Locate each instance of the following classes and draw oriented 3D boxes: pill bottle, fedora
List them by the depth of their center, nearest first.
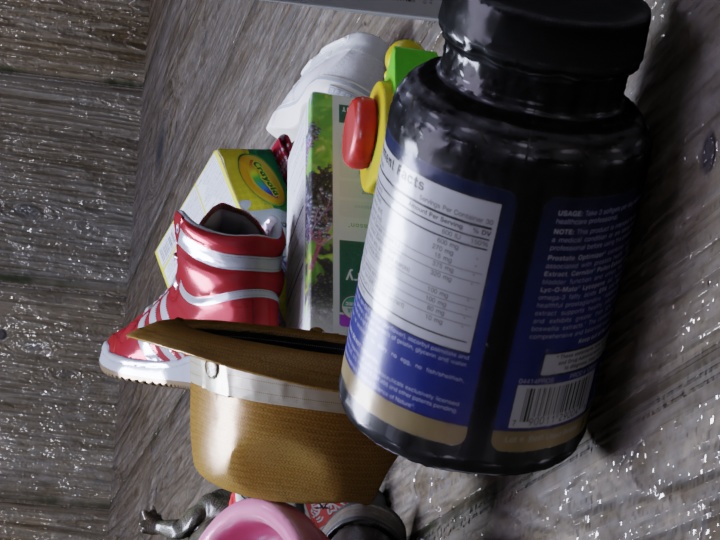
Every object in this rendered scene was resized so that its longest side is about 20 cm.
[{"bbox_3d":[0.060,-0.023,0.934,0.112,0.112,0.200,-107,26,-64],"label":"pill bottle"},{"bbox_3d":[-0.031,0.075,1.143,0.201,0.200,0.082,-160,77,-79],"label":"fedora"}]

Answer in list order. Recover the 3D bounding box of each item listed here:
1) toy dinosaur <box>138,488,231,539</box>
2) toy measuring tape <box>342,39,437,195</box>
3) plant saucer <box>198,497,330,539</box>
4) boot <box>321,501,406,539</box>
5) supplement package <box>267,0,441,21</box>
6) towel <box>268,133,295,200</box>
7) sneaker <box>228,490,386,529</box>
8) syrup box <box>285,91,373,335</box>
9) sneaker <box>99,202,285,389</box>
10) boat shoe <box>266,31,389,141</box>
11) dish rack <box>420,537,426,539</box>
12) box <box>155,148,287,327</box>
[{"bbox_3d":[-0.098,0.206,1.530,0.102,0.077,0.200,-9,59,41],"label":"toy dinosaur"},{"bbox_3d":[0.024,-0.042,1.248,0.074,0.073,0.200,114,160,-58],"label":"toy measuring tape"},{"bbox_3d":[-0.044,0.217,1.124,0.200,0.051,0.201,-26,60,57],"label":"plant saucer"},{"bbox_3d":[-0.026,0.238,1.247,0.174,0.069,0.200,-77,3,-67],"label":"boot"},{"bbox_3d":[0.002,-0.219,1.233,0.200,0.152,0.151,-140,56,-77],"label":"supplement package"},{"bbox_3d":[-0.040,0.032,1.432,0.145,0.022,0.200,-53,49,46],"label":"towel"},{"bbox_3d":[-0.050,0.229,1.376,0.067,0.108,0.202,-140,57,-77],"label":"sneaker"},{"bbox_3d":[0.000,0.000,1.320,0.081,0.079,0.200,114,160,-57],"label":"syrup box"},{"bbox_3d":[-0.102,0.016,1.360,0.200,0.071,0.113,0,89,59],"label":"sneaker"},{"bbox_3d":[-0.017,-0.120,1.527,0.069,0.072,0.200,-64,1,-10],"label":"boat shoe"},{"bbox_3d":[0.033,0.213,1.101,0.200,0.054,0.154,-166,83,-79],"label":"dish rack"},{"bbox_3d":[-0.064,0.034,1.407,0.117,0.048,0.200,-54,46,45],"label":"box"}]
